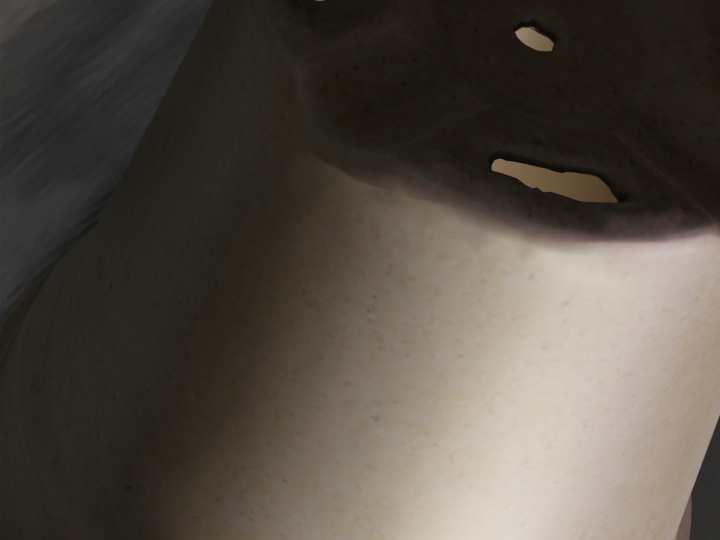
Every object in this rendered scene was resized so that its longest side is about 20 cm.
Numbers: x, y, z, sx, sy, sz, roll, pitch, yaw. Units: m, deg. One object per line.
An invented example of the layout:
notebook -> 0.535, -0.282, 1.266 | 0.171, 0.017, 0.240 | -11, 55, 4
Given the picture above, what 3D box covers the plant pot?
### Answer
plant pot -> 0.017, 0.001, 0.600 | 0.200, 0.200, 0.184 | -36, 158, -41
